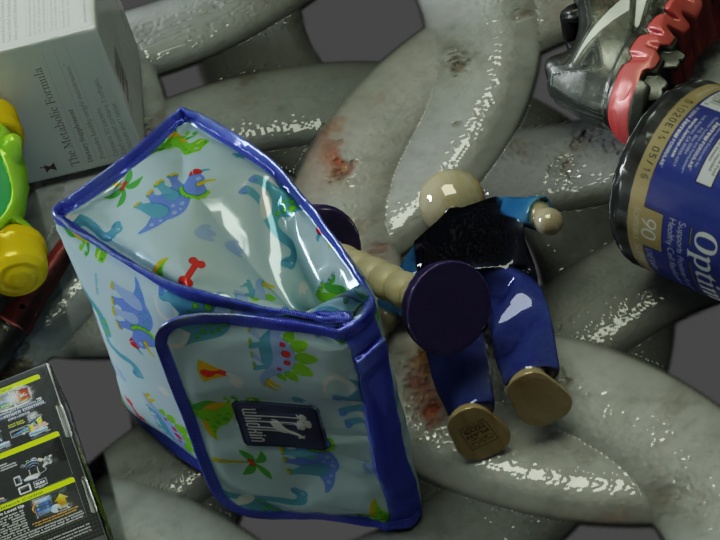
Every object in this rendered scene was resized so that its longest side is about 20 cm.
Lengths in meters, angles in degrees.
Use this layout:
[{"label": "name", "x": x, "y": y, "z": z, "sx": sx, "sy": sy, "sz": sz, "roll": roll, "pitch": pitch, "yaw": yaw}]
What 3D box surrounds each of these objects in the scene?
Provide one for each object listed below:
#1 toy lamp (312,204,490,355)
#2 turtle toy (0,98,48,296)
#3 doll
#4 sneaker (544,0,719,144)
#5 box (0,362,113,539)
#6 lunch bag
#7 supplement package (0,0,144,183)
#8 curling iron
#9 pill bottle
[{"label": "toy lamp", "x": 0.000, "y": 0.000, "z": 1.453, "sx": 0.058, "sy": 0.058, "sz": 0.200, "roll": -35, "pitch": 23, "yaw": -17}, {"label": "turtle toy", "x": -0.276, "y": -0.023, "z": 1.544, "sx": 0.200, "sy": 0.101, "sz": 0.146, "roll": -38, "pitch": 45, "yaw": 21}, {"label": "doll", "x": 0.060, "y": 0.013, "z": 1.462, "sx": 0.136, "sy": 0.048, "sz": 0.200, "roll": -30, "pitch": 40, "yaw": 18}, {"label": "sneaker", "x": 0.177, "y": -0.160, "z": 1.579, "sx": 0.098, "sy": 0.071, "sz": 0.201, "roll": 17, "pitch": 55, "yaw": 27}, {"label": "box", "x": -0.239, "y": 0.152, "z": 1.423, "sx": 0.199, "sy": 0.044, "sz": 0.160, "roll": -22, "pitch": 44, "yaw": -5}, {"label": "lunch bag", "x": -0.053, "y": 0.039, "z": 1.386, "sx": 0.200, "sy": 0.170, "sz": 0.127, "roll": 30, "pitch": 61, "yaw": 35}, {"label": "supplement package", "x": -0.247, "y": -0.122, "z": 1.642, "sx": 0.199, "sy": 0.114, "sz": 0.110, "roll": -14, "pitch": 44, "yaw": 5}, {"label": "curling iron", "x": -0.197, "y": 0.032, "z": 1.538, "sx": 0.049, "sy": 0.026, "sz": 0.200, "roll": 19, "pitch": 55, "yaw": 34}, {"label": "pill bottle", "x": 0.243, "y": -0.022, "z": 1.398, "sx": 0.200, "sy": 0.112, "sz": 0.112, "roll": 25, "pitch": 58, "yaw": 35}]
